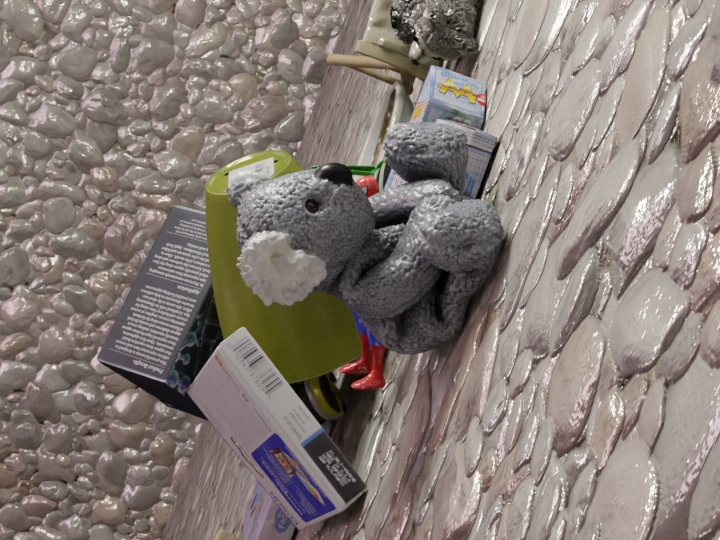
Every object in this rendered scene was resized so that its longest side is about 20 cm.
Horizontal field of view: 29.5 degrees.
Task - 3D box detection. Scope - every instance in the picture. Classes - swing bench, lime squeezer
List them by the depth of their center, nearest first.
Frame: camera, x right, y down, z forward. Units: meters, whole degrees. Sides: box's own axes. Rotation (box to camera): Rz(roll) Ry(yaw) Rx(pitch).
[{"bbox_3d":[0.045,-0.135,1.535,0.200,0.071,0.038,-25,25,28],"label":"lime squeezer"},{"bbox_3d":[0.062,-0.333,1.677,0.200,0.130,0.199,-162,91,-76],"label":"swing bench"}]

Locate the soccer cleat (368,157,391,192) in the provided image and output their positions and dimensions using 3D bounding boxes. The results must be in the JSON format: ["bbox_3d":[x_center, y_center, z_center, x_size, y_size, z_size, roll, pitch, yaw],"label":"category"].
[{"bbox_3d":[0.037,-0.076,1.500,0.200,0.067,0.081,121,153,-54],"label":"soccer cleat"}]

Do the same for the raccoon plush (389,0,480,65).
[{"bbox_3d":[0.103,-0.315,1.507,0.134,0.097,0.200,-158,87,-74],"label":"raccoon plush"}]

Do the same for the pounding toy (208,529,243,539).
[{"bbox_3d":[-0.152,0.419,1.504,0.200,0.142,0.184,-64,5,-25],"label":"pounding toy"}]

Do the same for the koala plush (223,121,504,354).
[{"bbox_3d":[-0.014,-0.023,1.138,0.177,0.200,0.184,-107,31,-51],"label":"koala plush"}]

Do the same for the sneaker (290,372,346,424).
[{"bbox_3d":[-0.076,0.132,1.582,0.085,0.074,0.200,-33,15,1],"label":"sneaker"}]

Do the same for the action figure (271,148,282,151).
[{"bbox_3d":[-0.075,-0.061,1.764,0.134,0.149,0.200,-59,30,14],"label":"action figure"}]

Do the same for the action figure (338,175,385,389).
[{"bbox_3d":[-0.020,0.010,1.275,0.065,0.099,0.200,-139,51,-64],"label":"action figure"}]

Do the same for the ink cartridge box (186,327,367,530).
[{"bbox_3d":[-0.089,0.166,1.384,0.047,0.198,0.200,-38,-3,-20],"label":"ink cartridge box"}]

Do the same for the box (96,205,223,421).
[{"bbox_3d":[-0.180,0.052,1.556,0.148,0.107,0.200,45,-115,-54],"label":"box"}]

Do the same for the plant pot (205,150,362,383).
[{"bbox_3d":[-0.082,-0.017,1.423,0.187,0.187,0.200,-88,-19,-63],"label":"plant pot"}]

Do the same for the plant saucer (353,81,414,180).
[{"bbox_3d":[0.033,-0.129,1.672,0.200,0.050,0.200,-162,90,-82],"label":"plant saucer"}]

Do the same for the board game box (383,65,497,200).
[{"bbox_3d":[0.070,-0.095,1.319,0.200,0.062,0.200,-129,57,-80],"label":"board game box"}]

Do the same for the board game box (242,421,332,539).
[{"bbox_3d":[-0.094,0.254,1.698,0.200,0.041,0.200,-130,59,-80],"label":"board game box"}]
